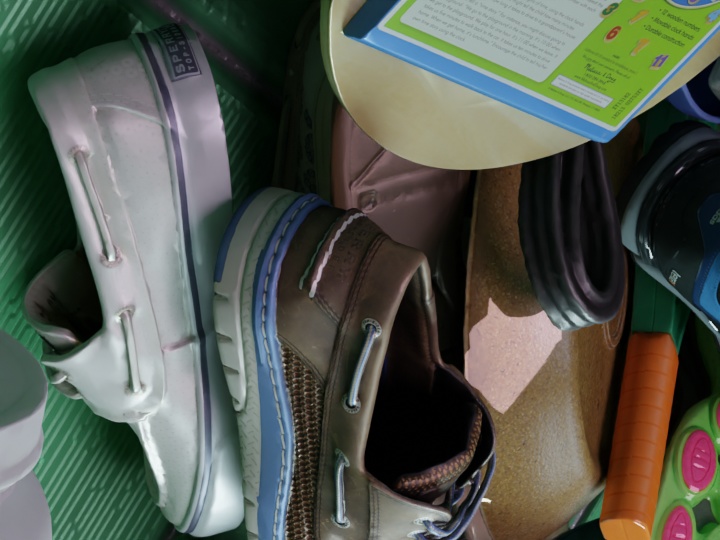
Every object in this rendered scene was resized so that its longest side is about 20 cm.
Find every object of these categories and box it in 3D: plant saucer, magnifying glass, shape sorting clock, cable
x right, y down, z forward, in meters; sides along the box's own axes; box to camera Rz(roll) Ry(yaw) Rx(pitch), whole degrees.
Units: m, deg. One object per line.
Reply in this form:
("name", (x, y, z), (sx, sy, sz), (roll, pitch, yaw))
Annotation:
("plant saucer", (0.079, 0.007, 1.107), (0.200, 0.035, 0.201), (3, 90, -73))
("magnifying glass", (0.115, 0.010, 1.135), (0.080, 0.022, 0.200), (67, 29, -57))
("shape sorting clock", (0.074, -0.111, 0.917), (0.200, 0.039, 0.200), (-22, 146, -16))
("cable", (0.056, -0.080, 1.030), (0.097, 0.050, 0.201), (-20, 101, -63))

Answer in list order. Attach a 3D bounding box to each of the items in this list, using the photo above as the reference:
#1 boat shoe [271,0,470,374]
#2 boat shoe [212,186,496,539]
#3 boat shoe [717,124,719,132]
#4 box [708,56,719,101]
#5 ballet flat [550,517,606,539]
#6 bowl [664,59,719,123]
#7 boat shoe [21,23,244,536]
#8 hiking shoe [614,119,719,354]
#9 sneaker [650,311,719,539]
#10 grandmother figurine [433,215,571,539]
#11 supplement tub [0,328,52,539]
("boat shoe", (0.000, 0.000, 1.059), (0.073, 0.063, 0.200), (-8, 121, -27))
("boat shoe", (0.004, 0.062, 0.989), (0.072, 0.072, 0.200), (-57, 148, -33))
("boat shoe", (0.177, -0.122, 1.195), (0.074, 0.066, 0.200), (-30, 133, -35))
("box", (0.261, -0.101, 1.049), (0.199, 0.200, 0.131), (-64, 158, -4))
("ballet flat", (0.084, 0.144, 1.151), (0.200, 0.069, 0.070), (-20, 128, -58))
("bowl", (0.145, -0.152, 1.057), (0.201, 0.039, 0.201), (-47, 150, -38))
("boat shoe", (-0.078, 0.012, 0.985), (0.070, 0.071, 0.200), (-13, 131, -13))
("hiking shoe", (0.172, 0.023, 1.092), (0.200, 0.087, 0.074), (31, 98, -42))
("sneaker", (0.131, 0.071, 1.193), (0.077, 0.084, 0.200), (43, 32, -18))
("grandmother figurine", (0.043, 0.059, 1.163), (0.121, 0.060, 0.200), (-67, 152, -44))
("supplement tub", (-0.170, 0.112, 0.860), (0.144, 0.144, 0.200), (-7, 118, -48))
